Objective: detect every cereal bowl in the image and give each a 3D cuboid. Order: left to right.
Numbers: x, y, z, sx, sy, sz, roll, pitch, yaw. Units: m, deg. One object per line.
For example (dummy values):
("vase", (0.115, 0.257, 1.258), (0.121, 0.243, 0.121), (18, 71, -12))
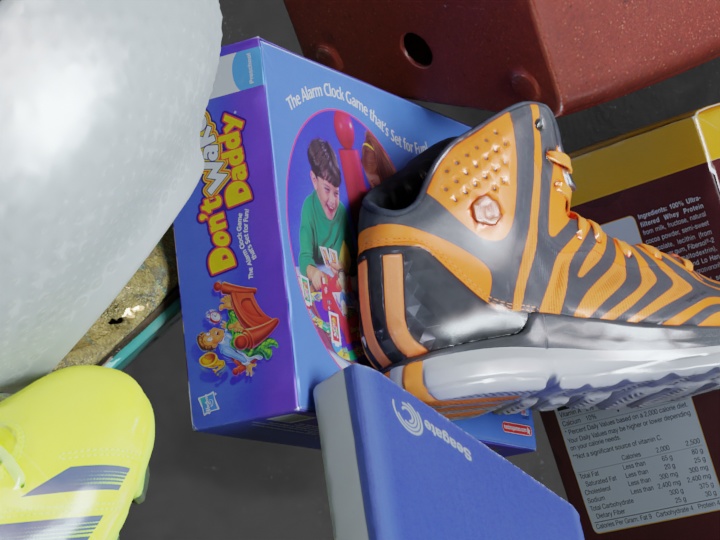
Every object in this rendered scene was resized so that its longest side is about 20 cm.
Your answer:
("cereal bowl", (-0.109, -0.023, 0.780), (0.083, 0.200, 0.200), (38, 52, -9))

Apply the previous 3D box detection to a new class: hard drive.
("hard drive", (0.044, 0.139, 0.826), (0.132, 0.025, 0.201), (36, 32, -38))

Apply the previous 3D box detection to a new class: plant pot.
("plant pot", (0.061, -0.168, 0.990), (0.176, 0.199, 0.201), (-44, 128, -32))

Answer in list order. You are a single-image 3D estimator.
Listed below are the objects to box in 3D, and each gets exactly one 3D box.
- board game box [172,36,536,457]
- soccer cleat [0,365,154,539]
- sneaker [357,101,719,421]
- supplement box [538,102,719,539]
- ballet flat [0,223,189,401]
("board game box", (0.000, 0.000, 0.961), (0.200, 0.045, 0.135), (16, 65, -60))
("soccer cleat", (-0.138, 0.081, 0.701), (0.200, 0.065, 0.084), (-38, 127, -26))
("sneaker", (0.087, -0.008, 0.935), (0.199, 0.077, 0.113), (-1, 75, -34))
("supplement box", (0.184, 0.023, 1.110), (0.197, 0.132, 0.201), (-19, 91, -45))
("ballet flat", (-0.123, 0.037, 0.869), (0.071, 0.071, 0.200), (55, 47, -16))
